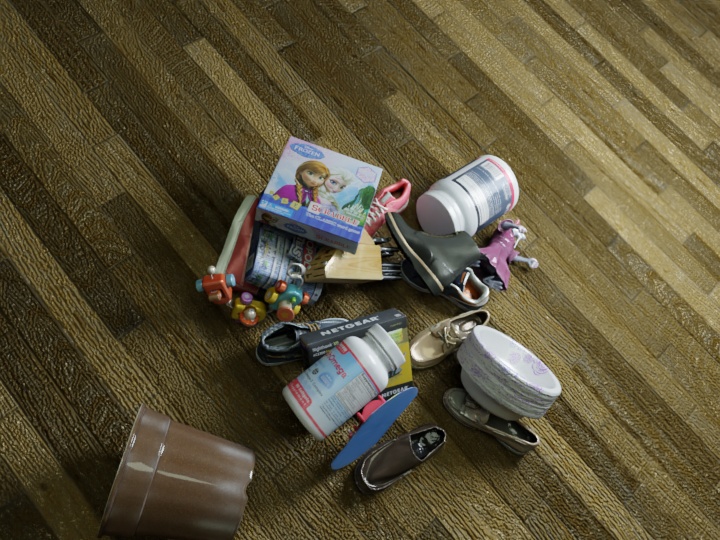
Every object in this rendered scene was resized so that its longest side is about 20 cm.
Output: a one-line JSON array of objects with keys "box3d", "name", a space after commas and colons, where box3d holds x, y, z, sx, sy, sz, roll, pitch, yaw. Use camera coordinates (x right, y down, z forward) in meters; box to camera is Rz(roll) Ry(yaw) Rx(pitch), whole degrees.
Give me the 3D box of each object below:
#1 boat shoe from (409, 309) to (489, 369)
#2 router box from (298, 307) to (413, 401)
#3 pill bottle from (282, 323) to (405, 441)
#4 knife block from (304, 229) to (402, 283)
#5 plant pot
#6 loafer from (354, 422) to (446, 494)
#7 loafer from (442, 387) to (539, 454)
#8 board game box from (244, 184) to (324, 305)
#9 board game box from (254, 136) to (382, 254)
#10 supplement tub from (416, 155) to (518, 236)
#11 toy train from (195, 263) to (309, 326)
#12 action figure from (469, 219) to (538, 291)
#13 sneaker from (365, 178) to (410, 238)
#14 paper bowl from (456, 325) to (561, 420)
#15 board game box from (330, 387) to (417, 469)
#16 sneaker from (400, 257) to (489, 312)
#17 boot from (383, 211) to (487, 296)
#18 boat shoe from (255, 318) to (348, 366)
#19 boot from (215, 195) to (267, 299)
[{"box3d": [0.175, 0.131, 1.237, 0.199, 0.065, 0.072, -28, 75, -24], "name": "boat shoe"}, {"box3d": [-0.005, 0.173, 1.132, 0.198, 0.052, 0.159, -15, 110, -20], "name": "router box"}, {"box3d": [-0.025, 0.184, 1.035, 0.199, 0.109, 0.109, -38, 79, -9], "name": "pill bottle"}, {"box3d": [0.000, 0.000, 1.208, 0.176, 0.064, 0.201, 52, 50, -24], "name": "knife block"}, {"box3d": [-0.282, 0.336, 0.966, 0.196, 0.200, 0.202, 19, 62, -14], "name": "plant pot"}, {"box3d": [0.076, 0.333, 1.116, 0.199, 0.071, 0.073, -28, 75, -24], "name": "loafer"}, {"box3d": [0.257, 0.285, 1.189, 0.199, 0.063, 0.072, 32, 63, 1], "name": "loafer"}, {"box3d": [-0.115, -0.045, 1.206, 0.198, 0.062, 0.202, 21, 57, -28], "name": "board game box"}, {"box3d": [-0.074, -0.147, 1.168, 0.198, 0.041, 0.201, 19, 54, -3], "name": "board game box"}, {"box3d": [0.235, -0.153, 1.340, 0.199, 0.141, 0.141, -32, 77, -24], "name": "supplement tub"}, {"box3d": [-0.193, 0.051, 1.119, 0.197, 0.151, 0.056, -7, 48, 0], "name": "toy train"}, {"box3d": [0.303, -0.041, 1.351, 0.148, 0.135, 0.200, 4, 39, 35], "name": "action figure"}, {"box3d": [0.035, -0.134, 1.311, 0.074, 0.087, 0.200, 43, 63, 9], "name": "sneaker"}, {"box3d": [0.274, 0.206, 1.176, 0.199, 0.105, 0.201, 28, 18, -10], "name": "paper bowl"}, {"box3d": [0.013, 0.262, 1.065, 0.039, 0.201, 0.157, 45, 22, 24], "name": "board game box"}, {"box3d": [0.180, 0.016, 1.285, 0.198, 0.080, 0.079, 25, 64, -1], "name": "sneaker"}, {"box3d": [0.150, -0.065, 1.253, 0.138, 0.077, 0.201, -34, 75, 0], "name": "boot"}, {"box3d": [-0.098, 0.128, 1.154, 0.198, 0.091, 0.071, -15, 70, -20], "name": "boat shoe"}, {"box3d": [-0.198, -0.044, 1.222, 0.143, 0.072, 0.202, 17, 70, -8], "name": "boot"}]
